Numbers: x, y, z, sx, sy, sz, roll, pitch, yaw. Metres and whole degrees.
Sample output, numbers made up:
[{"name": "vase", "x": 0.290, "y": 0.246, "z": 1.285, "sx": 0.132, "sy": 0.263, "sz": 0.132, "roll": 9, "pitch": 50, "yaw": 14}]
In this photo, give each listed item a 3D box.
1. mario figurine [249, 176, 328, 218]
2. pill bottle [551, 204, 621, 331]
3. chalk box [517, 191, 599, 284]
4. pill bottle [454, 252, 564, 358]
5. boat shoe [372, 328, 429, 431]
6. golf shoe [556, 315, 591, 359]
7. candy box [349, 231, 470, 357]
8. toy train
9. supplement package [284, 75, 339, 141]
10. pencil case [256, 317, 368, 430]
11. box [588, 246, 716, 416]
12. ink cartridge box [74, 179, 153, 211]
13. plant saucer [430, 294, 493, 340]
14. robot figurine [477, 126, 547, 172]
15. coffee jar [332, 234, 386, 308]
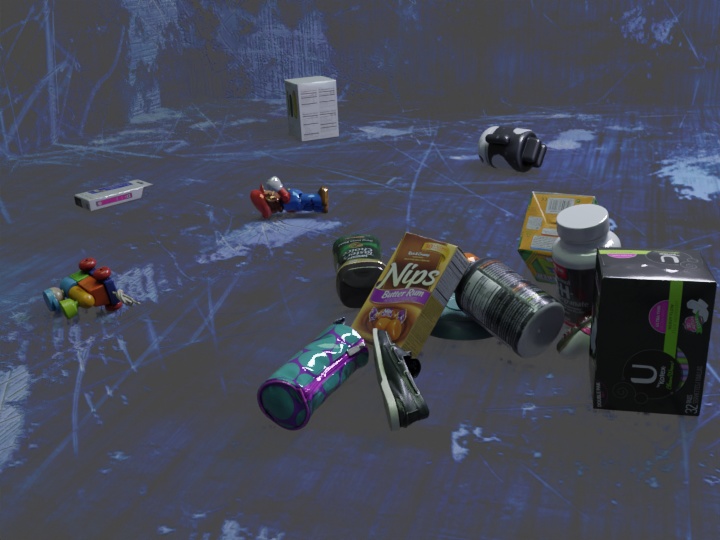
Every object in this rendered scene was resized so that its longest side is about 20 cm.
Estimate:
[{"name": "mario figurine", "x": -0.180, "y": -0.195, "z": 1.973, "sx": 0.197, "sy": 0.125, "sz": 0.106, "roll": 1, "pitch": 34, "yaw": -2}, {"name": "pill bottle", "x": 0.374, "y": -0.002, "z": 1.284, "sx": 0.109, "sy": 0.202, "sz": 0.111, "roll": -12, "pitch": 28, "yaw": 7}, {"name": "chalk box", "x": 0.387, "y": -0.044, "z": 1.463, "sx": 0.124, "sy": 0.125, "sz": 0.200, "roll": 8, "pitch": -19, "yaw": 31}, {"name": "pill bottle", "x": 0.227, "y": 0.047, "z": 1.277, "sx": 0.105, "sy": 0.107, "sz": 0.200, "roll": -17, "pitch": 39, "yaw": -32}, {"name": "boat shoe", "x": 0.058, "y": 0.149, "z": 1.131, "sx": 0.065, "sy": 0.075, "sz": 0.200, "roll": -10, "pitch": 27, "yaw": -3}, {"name": "golf shoe", "x": 0.405, "y": 0.100, "z": 1.217, "sx": 0.198, "sy": 0.093, "sz": 0.073, "roll": -23, "pitch": -21, "yaw": 0}, {"name": "candy box", "x": 0.079, "y": 0.043, "z": 1.274, "sx": 0.116, "sy": 0.056, "sz": 0.201, "roll": 18, "pitch": 70, "yaw": 43}, {"name": "toy train", "x": -0.506, "y": 0.054, "z": 1.456, "sx": 0.115, "sy": 0.085, "sz": 0.199, "roll": -30, "pitch": 33, "yaw": -30}, {"name": "supplement package", "x": -0.177, "y": -0.588, "z": 2.826, "sx": 0.149, "sy": 0.202, "sz": 0.152, "roll": -12, "pitch": 23, "yaw": -21}, {"name": "pencil case", "x": -0.064, "y": 0.150, "z": 1.142, "sx": 0.092, "sy": 0.086, "sz": 0.200, "roll": -23, "pitch": 9, "yaw": 35}, {"name": "box", "x": 0.401, "y": 0.081, "z": 1.095, "sx": 0.147, "sy": 0.202, "sz": 0.124, "roll": 2, "pitch": 22, "yaw": 13}, {"name": "ink cartridge box", "x": -0.689, "y": -0.214, "z": 2.194, "sx": 0.199, "sy": 0.037, "sz": 0.094, "roll": -24, "pitch": 29, "yaw": -37}, {"name": "plant saucer", "x": 0.182, "y": 0.068, "z": 1.393, "sx": 0.198, "sy": 0.028, "sz": 0.200, "roll": -2, "pitch": 22, "yaw": 1}, {"name": "robot figurine", "x": 0.435, "y": -0.349, "z": 2.266, "sx": 0.199, "sy": 0.151, "sz": 0.125, "roll": 16, "pitch": 45, "yaw": 38}, {"name": "coffee jar", "x": 0.000, "y": 0.000, "z": 1.505, "sx": 0.103, "sy": 0.086, "sz": 0.200, "roll": -5, "pitch": 22, "yaw": -4}]
